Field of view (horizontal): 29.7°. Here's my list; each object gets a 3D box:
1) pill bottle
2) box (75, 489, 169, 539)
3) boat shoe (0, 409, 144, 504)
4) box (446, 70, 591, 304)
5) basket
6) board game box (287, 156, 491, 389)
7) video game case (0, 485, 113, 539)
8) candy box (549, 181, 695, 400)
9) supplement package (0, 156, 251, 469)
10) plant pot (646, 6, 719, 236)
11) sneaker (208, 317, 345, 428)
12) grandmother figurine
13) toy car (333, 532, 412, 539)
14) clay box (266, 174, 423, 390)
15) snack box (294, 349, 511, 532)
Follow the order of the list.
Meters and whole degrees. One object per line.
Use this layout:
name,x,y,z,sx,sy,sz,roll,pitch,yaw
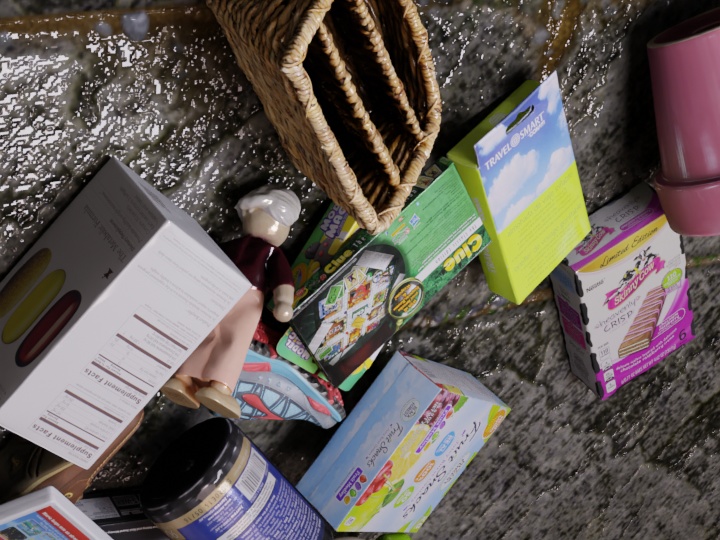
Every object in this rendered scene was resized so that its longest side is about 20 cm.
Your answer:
pill bottle,-0.095,0.236,1.214,0.112,0.112,0.200,-41,112,-4
box,-0.198,0.280,1.283,0.199,0.050,0.159,0,119,-35
boat shoe,-0.264,0.168,1.154,0.200,0.072,0.068,-38,139,1
box,0.150,-0.080,1.271,0.122,0.047,0.201,-43,135,-23
basket,-0.002,-0.156,1.061,0.142,0.149,0.201,-36,132,-9
board game box,0.025,0.002,1.193,0.200,0.023,0.105,-42,130,-14
video game case,-0.317,0.248,1.137,0.199,0.018,0.143,-21,145,4
candy box,0.278,0.024,1.438,0.136,0.061,0.201,-32,132,-13
supplement package,-0.205,0.034,1.069,0.200,0.114,0.109,-48,136,2
plant pot,0.360,-0.153,1.282,0.199,0.200,0.180,-27,103,-18
sneaker,-0.096,0.096,1.231,0.095,0.080,0.200,-38,132,16
grandmother figurine,-0.103,0.017,1.122,0.061,0.120,0.201,69,40,-63
toy car,-0.020,0.381,1.351,0.163,0.201,0.158,-1,148,-29
clay box,0.000,0.000,1.221,0.115,0.048,0.201,34,90,-44
snack box,0.047,0.173,1.332,0.169,0.068,0.200,-54,155,8
